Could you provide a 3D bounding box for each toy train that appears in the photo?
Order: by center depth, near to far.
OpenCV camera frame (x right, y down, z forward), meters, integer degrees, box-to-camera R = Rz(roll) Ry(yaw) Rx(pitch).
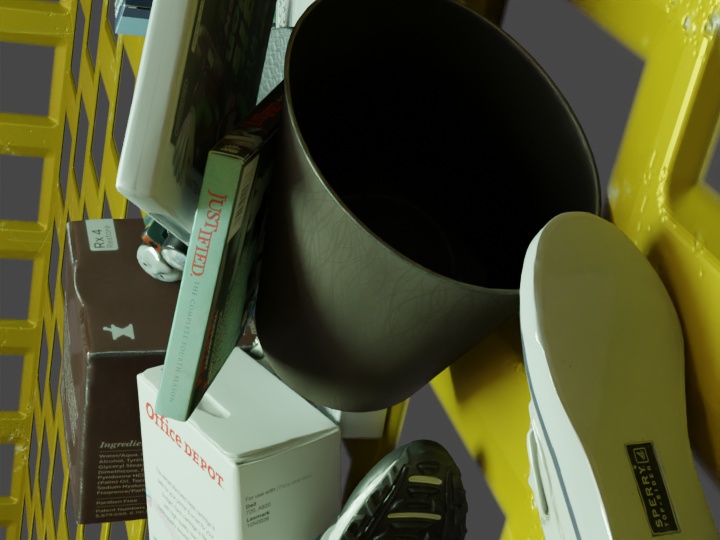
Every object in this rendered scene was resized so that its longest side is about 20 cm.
[{"bbox_3d":[-0.106,-0.077,1.029,0.114,0.085,0.200,-26,33,58],"label":"toy train"}]

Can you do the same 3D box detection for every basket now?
[{"bbox_3d":[0.016,-0.016,0.681,0.181,0.136,0.200,56,153,19],"label":"basket"}]

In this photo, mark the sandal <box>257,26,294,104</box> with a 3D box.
[{"bbox_3d":[-0.044,-0.073,0.867,0.076,0.043,0.201,45,142,41],"label":"sandal"}]

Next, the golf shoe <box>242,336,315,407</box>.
[{"bbox_3d":[-0.058,0.124,0.987,0.088,0.077,0.200,49,138,35],"label":"golf shoe"}]

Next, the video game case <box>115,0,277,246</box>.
[{"bbox_3d":[-0.074,-0.118,0.673,0.182,0.023,0.201,64,-144,-81],"label":"video game case"}]

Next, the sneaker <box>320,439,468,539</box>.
[{"bbox_3d":[0.006,0.162,0.773,0.080,0.074,0.201,-99,22,-45],"label":"sneaker"}]

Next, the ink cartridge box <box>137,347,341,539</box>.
[{"bbox_3d":[-0.082,0.174,0.901,0.145,0.084,0.201,31,128,49],"label":"ink cartridge box"}]

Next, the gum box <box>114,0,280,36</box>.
[{"bbox_3d":[-0.098,-0.266,0.984,0.045,0.169,0.201,135,134,-61],"label":"gum box"}]

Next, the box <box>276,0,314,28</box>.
[{"bbox_3d":[-0.001,-0.216,0.864,0.200,0.060,0.117,152,120,-68],"label":"box"}]

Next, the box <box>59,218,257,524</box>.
[{"bbox_3d":[-0.161,0.083,1.096,0.166,0.164,0.200,-110,25,-46],"label":"box"}]

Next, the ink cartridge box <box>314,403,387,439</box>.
[{"bbox_3d":[0.000,0.000,0.862,0.099,0.039,0.201,-128,43,-62],"label":"ink cartridge box"}]

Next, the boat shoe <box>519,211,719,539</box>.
[{"bbox_3d":[0.098,0.076,0.529,0.066,0.072,0.201,-48,51,54],"label":"boat shoe"}]

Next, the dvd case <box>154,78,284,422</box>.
[{"bbox_3d":[-0.062,-0.024,0.721,0.200,0.022,0.146,-68,-7,-67],"label":"dvd case"}]
